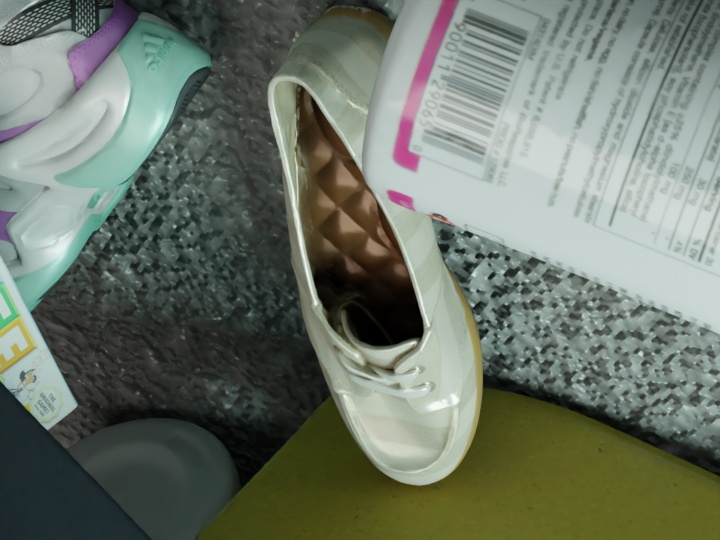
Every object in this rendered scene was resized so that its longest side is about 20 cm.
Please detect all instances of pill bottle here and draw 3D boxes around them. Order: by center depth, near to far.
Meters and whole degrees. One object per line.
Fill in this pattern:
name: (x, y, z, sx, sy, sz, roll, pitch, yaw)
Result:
pill bottle: (0.111, -0.042, 0.833, 0.200, 0.113, 0.113, 23, 140, 10)
pill bottle: (-0.080, 0.176, 1.186, 0.111, 0.111, 0.200, 3, 134, 30)

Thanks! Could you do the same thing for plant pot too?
plant pot: (0.032, 0.162, 1.049, 0.200, 0.194, 0.196, 32, 143, 16)

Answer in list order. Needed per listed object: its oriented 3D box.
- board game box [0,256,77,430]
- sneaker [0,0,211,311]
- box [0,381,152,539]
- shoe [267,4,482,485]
board game box: (-0.207, -0.016, 1.035, 0.200, 0.034, 0.135, 27, 148, 46)
sneaker: (-0.155, -0.068, 1.009, 0.140, 0.078, 0.200, 37, 136, -5)
box: (-0.145, 0.157, 0.950, 0.200, 0.148, 0.107, 46, 154, 5)
shoe: (0.000, 0.000, 0.956, 0.070, 0.053, 0.200, 0, 116, 25)
